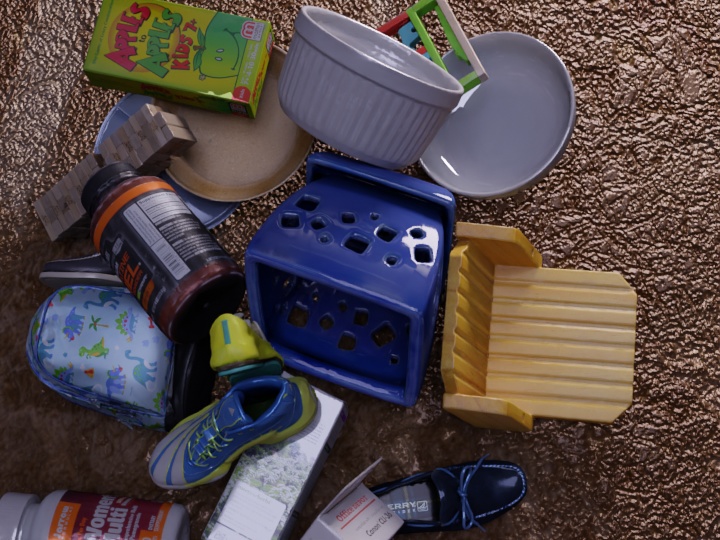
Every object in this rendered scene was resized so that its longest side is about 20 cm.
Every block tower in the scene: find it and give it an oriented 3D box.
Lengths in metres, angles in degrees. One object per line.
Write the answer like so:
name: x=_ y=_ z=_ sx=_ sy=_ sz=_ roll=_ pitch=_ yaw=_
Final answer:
block tower: x=-0.280 y=-0.111 z=1.350 sx=0.199 sy=0.058 sz=0.054 roll=-36 pitch=76 yaw=18

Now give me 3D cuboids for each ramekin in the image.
ramekin: x=0.003 y=-0.195 z=1.288 sx=0.198 sy=0.200 sz=0.106 roll=30 pitch=108 yaw=8

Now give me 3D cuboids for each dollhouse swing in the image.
dollhouse swing: x=0.199 y=0.067 z=1.289 sx=0.173 sy=0.182 sz=0.203 roll=1 pitch=75 yaw=23

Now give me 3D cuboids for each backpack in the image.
backpack: x=-0.268 y=0.087 z=1.315 sx=0.197 sy=0.154 sz=0.166 roll=13 pitch=83 yaw=17

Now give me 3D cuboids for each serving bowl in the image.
serving bowl: x=0.159 y=-0.171 z=1.378 sx=0.197 sy=0.066 sz=0.203 roll=-8 pitch=70 yaw=23

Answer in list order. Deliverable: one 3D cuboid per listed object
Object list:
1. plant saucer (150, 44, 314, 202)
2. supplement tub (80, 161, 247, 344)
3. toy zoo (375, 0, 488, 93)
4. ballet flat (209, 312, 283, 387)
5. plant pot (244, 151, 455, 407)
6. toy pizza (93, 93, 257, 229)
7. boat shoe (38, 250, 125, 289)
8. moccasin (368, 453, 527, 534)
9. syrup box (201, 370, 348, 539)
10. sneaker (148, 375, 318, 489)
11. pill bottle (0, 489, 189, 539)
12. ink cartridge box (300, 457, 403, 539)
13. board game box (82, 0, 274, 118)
plant saucer: x=-0.146 y=-0.172 z=1.382 sx=0.197 sy=0.035 sz=0.204 roll=-1 pitch=76 yaw=2
supplement tub: x=-0.215 y=-0.025 z=1.254 sx=0.107 sy=0.107 sz=0.200 roll=-40 pitch=65 yaw=-8
toy zoo: x=0.038 y=-0.226 z=1.400 sx=0.198 sy=0.020 sz=0.133 roll=-31 pitch=66 yaw=13
ballet flat: x=-0.121 y=0.081 z=1.238 sx=0.066 sy=0.200 sz=0.068 roll=-16 pitch=79 yaw=1
plant pot: x=0.000 y=0.000 z=1.280 sx=0.197 sy=0.201 sz=0.181 roll=17 pitch=56 yaw=10
toy pizza: x=-0.219 y=-0.134 z=1.412 sx=0.197 sy=0.032 sz=0.204 roll=-1 pitch=77 yaw=3
boat shoe: x=-0.268 y=-0.009 z=1.365 sx=0.196 sy=0.073 sz=0.064 roll=-1 pitch=73 yaw=-3
moccasin: x=0.088 y=0.255 z=1.290 sx=0.197 sy=0.068 sz=0.082 roll=-16 pitch=76 yaw=-2
syrup box: x=-0.090 y=0.221 z=1.296 sx=0.078 sy=0.082 sz=0.202 roll=24 pitch=77 yaw=9
sneaker: x=-0.144 y=0.157 z=1.226 sx=0.198 sy=0.105 sz=0.076 roll=-29 pitch=65 yaw=3
pill bottle: x=-0.289 y=0.295 z=1.270 sx=0.196 sy=0.110 sz=0.111 roll=6 pitch=76 yaw=3
ink cartridge box: x=-0.029 y=0.296 z=1.217 sx=0.067 sy=0.116 sz=0.201 roll=39 pitch=111 yaw=11
board game box: x=-0.207 y=-0.248 z=1.361 sx=0.197 sy=0.048 sz=0.103 roll=12 pitch=77 yaw=5
